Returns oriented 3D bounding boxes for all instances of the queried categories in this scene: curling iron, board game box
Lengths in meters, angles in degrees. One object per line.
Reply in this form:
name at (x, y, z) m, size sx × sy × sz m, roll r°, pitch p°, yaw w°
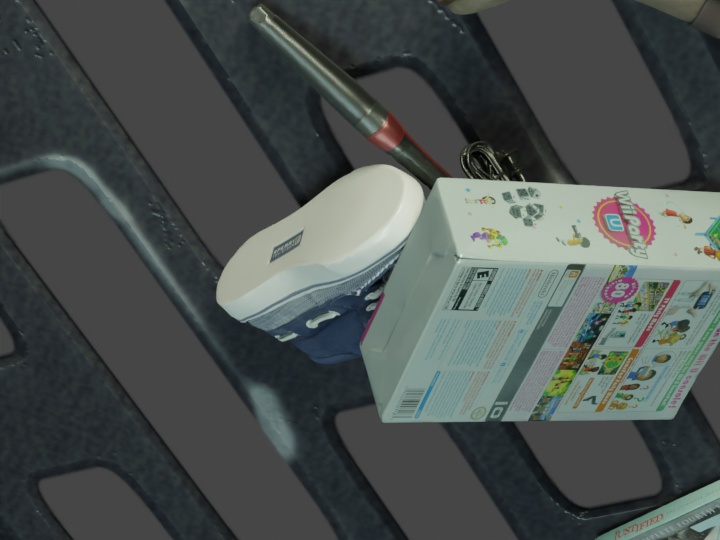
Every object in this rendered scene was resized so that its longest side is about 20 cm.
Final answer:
curling iron at (0.016, -0.091, 1.447) m, size 0.199 × 0.050 × 0.026 m, roll 34°, pitch 156°, yaw -9°
board game box at (0.117, 0.021, 1.452) m, size 0.199 × 0.065 × 0.148 m, roll 2°, pitch 139°, yaw -22°

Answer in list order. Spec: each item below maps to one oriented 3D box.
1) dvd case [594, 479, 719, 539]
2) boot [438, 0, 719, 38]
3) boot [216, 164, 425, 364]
dvd case at (0.276, 0.219, 1.683) m, size 0.146 × 0.022 × 0.200 m, roll -30°, pitch 119°, yaw 36°
boot at (0.156, -0.165, 1.315) m, size 0.146 × 0.070 × 0.200 m, roll 33°, pitch 133°, yaw -19°
boot at (0.000, 0.000, 1.508) m, size 0.090 × 0.073 × 0.200 m, roll 32°, pitch 151°, yaw -23°
